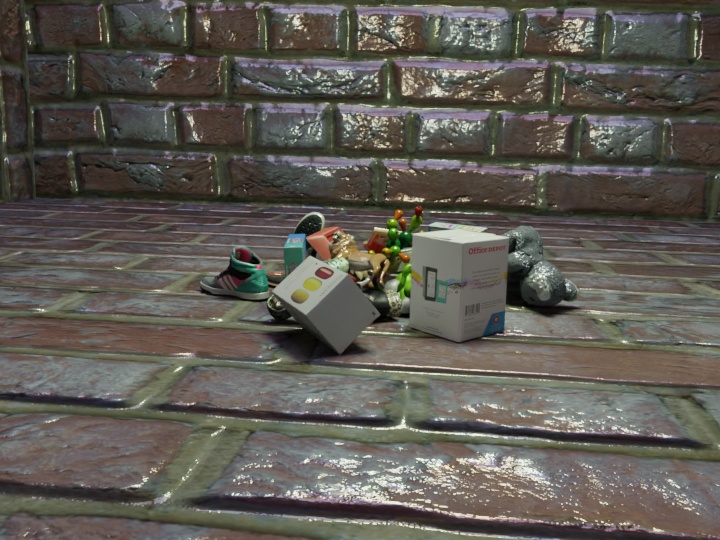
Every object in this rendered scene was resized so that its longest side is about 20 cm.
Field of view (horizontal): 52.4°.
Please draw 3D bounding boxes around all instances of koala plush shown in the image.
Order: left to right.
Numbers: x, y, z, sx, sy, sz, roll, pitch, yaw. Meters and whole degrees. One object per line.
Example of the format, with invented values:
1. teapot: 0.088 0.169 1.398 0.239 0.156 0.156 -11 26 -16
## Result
1. koala plush: 0.409 0.011 1.736 0.177 0.184 0.200 12 23 -43

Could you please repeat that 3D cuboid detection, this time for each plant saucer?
1. plant saucer: -0.034 -0.030 1.845 0.037 0.200 0.200 -40 -1 17

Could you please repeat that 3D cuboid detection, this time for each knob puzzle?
1. knob puzzle: 0.103 -0.046 1.917 0.218 0.031 0.220 5 -22 2

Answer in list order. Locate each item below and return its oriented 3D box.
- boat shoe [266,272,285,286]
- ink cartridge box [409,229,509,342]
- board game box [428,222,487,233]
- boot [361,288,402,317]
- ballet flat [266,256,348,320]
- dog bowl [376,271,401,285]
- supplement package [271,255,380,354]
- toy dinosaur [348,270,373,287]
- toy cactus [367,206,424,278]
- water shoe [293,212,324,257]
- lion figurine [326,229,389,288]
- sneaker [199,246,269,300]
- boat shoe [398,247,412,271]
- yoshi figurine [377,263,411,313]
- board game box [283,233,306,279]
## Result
1. boat shoe: -0.150 0.011 1.899 0.199 0.063 0.071 1 13 6
2. ink cartridge box: 0.203 0.024 1.510 0.146 0.201 0.146 -7 14 -40
3. board game box: 0.219 -0.001 1.640 0.134 0.201 0.034 11 23 37
4. boot: -0.014 0.065 1.629 0.153 0.074 0.203 1 12 -26
5. ballet flat: -0.114 0.033 1.537 0.200 0.074 0.074 -39 11 4
6. dog bowl: 0.135 0.026 1.869 0.199 0.059 0.200 2 11 0
7. supplement package: -0.070 0.062 1.412 0.114 0.110 0.200 -44 25 -11
8. toy dinosaur: 0.000 0.000 1.743 0.101 0.058 0.200 47 16 0
9. toy cactus: 0.087 -0.047 1.733 0.102 0.165 0.200 25 61 14
10. water shoe: -0.146 -0.070 1.963 0.071 0.201 0.079 29 19 10
11. lion figurine: 0.001 -0.020 1.617 0.199 0.073 0.122 23 40 28
12. sneaker: -0.308 0.001 1.776 0.199 0.121 0.084 7 12 27
13. boat shoe: 0.162 -0.034 1.843 0.199 0.073 0.062 -4 11 4
14. yoshi figurine: 0.120 0.045 1.676 0.112 0.113 0.200 13 1 -32
15. board game box: -0.147 0.004 1.694 0.045 0.153 0.200 -2 12 -1
